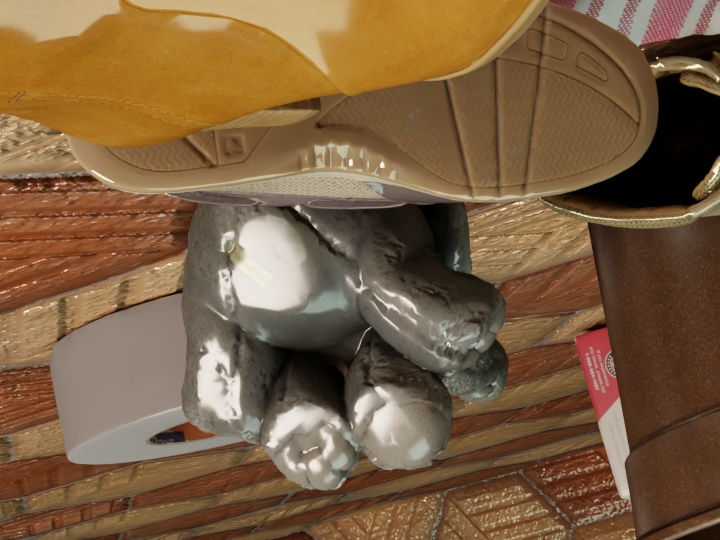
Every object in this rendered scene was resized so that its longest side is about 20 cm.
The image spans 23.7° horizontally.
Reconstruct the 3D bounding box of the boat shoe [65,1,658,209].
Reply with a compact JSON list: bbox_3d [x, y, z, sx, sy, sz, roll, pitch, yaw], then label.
[{"bbox_3d":[0.000,-0.056,0.588,0.199,0.072,0.065,-5,-178,-8],"label":"boat shoe"}]

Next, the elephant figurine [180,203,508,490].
[{"bbox_3d":[0.000,0.000,0.735,0.141,0.156,0.200,19,-159,8],"label":"elephant figurine"}]

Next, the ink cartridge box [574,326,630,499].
[{"bbox_3d":[0.298,0.096,1.436,0.199,0.148,0.086,-20,168,23],"label":"ink cartridge box"}]

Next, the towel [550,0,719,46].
[{"bbox_3d":[0.148,-0.113,0.587,0.199,0.030,0.146,-9,166,-20],"label":"towel"}]

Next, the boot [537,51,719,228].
[{"bbox_3d":[0.174,-0.063,0.705,0.199,0.073,0.155,-11,179,19],"label":"boot"}]

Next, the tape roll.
[{"bbox_3d":[-0.085,0.061,1.038,0.200,0.066,0.200,-12,168,-3],"label":"tape roll"}]

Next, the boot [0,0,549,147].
[{"bbox_3d":[-0.044,-0.077,0.438,0.144,0.071,0.201,-3,165,-34],"label":"boot"}]

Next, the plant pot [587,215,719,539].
[{"bbox_3d":[0.206,0.027,0.859,0.200,0.199,0.200,-13,162,-4],"label":"plant pot"}]
